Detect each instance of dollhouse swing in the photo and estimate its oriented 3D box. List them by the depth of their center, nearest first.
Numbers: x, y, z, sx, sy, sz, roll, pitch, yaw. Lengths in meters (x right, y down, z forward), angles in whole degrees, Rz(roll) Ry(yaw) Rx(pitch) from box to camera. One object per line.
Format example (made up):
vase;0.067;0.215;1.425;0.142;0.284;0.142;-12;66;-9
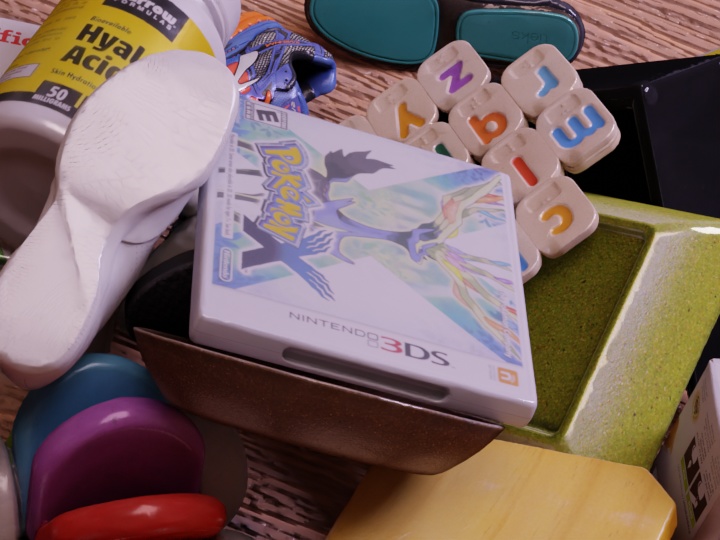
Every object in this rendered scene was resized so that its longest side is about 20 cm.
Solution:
dollhouse swing;0.063;0.209;1.118;0.199;0.182;0.176;8;24;23

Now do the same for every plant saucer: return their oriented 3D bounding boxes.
plant saucer;-0.025;0.071;1.106;0.200;0.200;0.037;14;89;-4
plant saucer;0.098;0.033;1.234;0.200;0.048;0.200;14;71;40

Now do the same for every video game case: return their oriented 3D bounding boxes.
video game case;0.001;-0.011;1.138;0.182;0.022;0.200;15;36;-13

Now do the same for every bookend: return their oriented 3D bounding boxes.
bookend;0.149;-0.026;1.361;0.092;0.199;0.200;-21;15;-41

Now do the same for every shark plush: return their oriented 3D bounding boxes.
shark plush;-0.093;-0.028;1.307;0.091;0.083;0.200;37;26;-13

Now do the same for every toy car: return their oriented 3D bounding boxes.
toy car;-0.131;0.132;1.136;0.175;0.150;0.200;-6;53;-20

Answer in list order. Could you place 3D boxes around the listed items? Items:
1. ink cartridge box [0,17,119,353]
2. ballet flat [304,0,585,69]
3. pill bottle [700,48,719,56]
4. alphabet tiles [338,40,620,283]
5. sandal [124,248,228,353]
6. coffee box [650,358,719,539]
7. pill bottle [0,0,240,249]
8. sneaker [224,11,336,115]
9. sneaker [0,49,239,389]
ink cartridge box;-0.207;-0.057;1.316;0.146;0.084;0.200;11;49;-7
ballet flat;0.059;-0.179;1.513;0.199;0.073;0.073;7;49;-2
pill bottle;0.260;-0.099;1.449;0.200;0.111;0.111;-24;61;-39
alphabet tiles;0.055;-0.051;1.272;0.200;0.015;0.196;-36;45;3
sandal;-0.092;0.025;1.205;0.075;0.200;0.045;-4;67;-1
coffee box;0.219;0.142;1.191;0.114;0.200;0.080;6;50;-12
pill bottle;-0.145;-0.106;1.245;0.111;0.111;0.200;23;48;4
sneaker;-0.075;-0.106;1.380;0.078;0.075;0.200;14;40;17
sneaker;-0.133;-0.026;1.128;0.075;0.089;0.200;31;74;7
